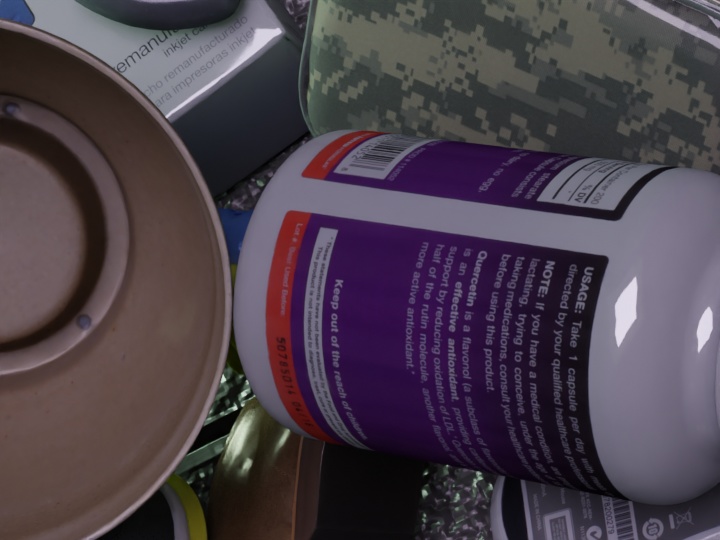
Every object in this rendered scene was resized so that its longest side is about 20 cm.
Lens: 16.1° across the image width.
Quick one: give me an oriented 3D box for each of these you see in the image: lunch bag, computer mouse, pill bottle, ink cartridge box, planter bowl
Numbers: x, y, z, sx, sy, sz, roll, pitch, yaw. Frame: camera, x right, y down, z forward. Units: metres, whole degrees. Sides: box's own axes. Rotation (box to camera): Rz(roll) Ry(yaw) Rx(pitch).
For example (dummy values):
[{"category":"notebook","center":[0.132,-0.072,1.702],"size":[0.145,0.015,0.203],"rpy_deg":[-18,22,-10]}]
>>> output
[{"category":"lunch bag","center":[0.101,-0.092,0.966],"size":[0.200,0.168,0.140],"rpy_deg":[26,128,23]},{"category":"computer mouse","center":[0.142,0.067,0.892],"size":[0.200,0.044,0.110],"rpy_deg":[-16,61,21]},{"category":"pill bottle","center":[0.063,0.016,0.865],"size":[0.200,0.112,0.113],"rpy_deg":[9,78,32]},{"category":"ink cartridge box","center":[-0.124,-0.116,1.075],"size":[0.145,0.088,0.200],"rpy_deg":[-36,67,5]},{"category":"planter bowl","center":[-0.146,-0.001,0.941],"size":[0.200,0.135,0.201],"rpy_deg":[0,101,-2]}]

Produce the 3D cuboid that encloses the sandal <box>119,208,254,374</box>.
[{"category":"sandal","center":[0.000,0.000,1.019],"size":[0.200,0.080,0.087],"rpy_deg":[9,63,16]}]

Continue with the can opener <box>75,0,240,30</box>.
[{"category":"can opener","center":[-0.141,-0.141,1.012],"size":[0.200,0.053,0.067],"rpy_deg":[10,80,20]}]

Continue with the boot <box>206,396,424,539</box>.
[{"category":"boot","center":[-0.030,0.140,1.001],"size":[0.075,0.074,0.200],"rpy_deg":[5,81,49]}]

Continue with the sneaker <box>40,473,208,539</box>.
[{"category":"sneaker","center":[-0.162,0.115,1.016],"size":[0.200,0.085,0.075],"rpy_deg":[-20,70,22]}]
